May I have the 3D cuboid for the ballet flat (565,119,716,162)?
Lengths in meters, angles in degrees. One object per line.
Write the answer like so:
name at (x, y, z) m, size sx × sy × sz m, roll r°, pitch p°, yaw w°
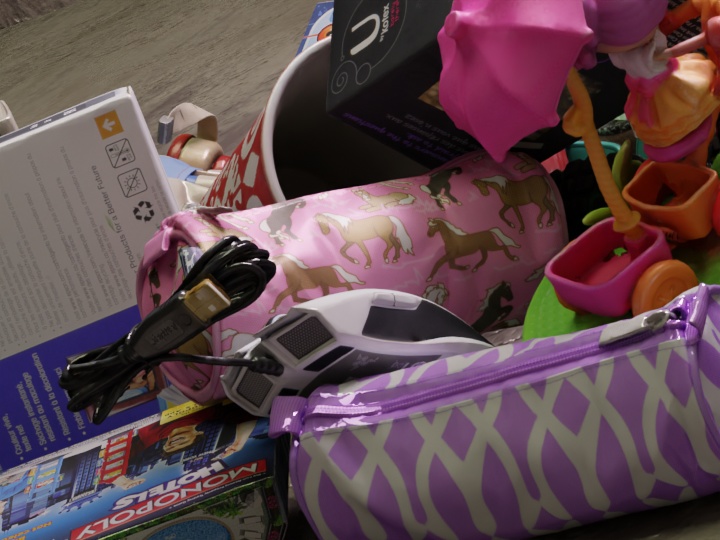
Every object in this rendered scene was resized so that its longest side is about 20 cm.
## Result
ballet flat at (0.171, -0.055, 1.340) m, size 0.074 × 0.074 × 0.200 m, roll -26°, pitch 18°, yaw -18°

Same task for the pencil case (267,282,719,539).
pencil case at (0.068, 0.063, 0.998) m, size 0.200 × 0.086 × 0.084 m, roll -18°, pitch 46°, yaw 26°

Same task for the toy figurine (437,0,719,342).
toy figurine at (0.115, -0.073, 1.045) m, size 0.200 × 0.184 × 0.150 m, roll -44°, pitch 33°, yaw -18°

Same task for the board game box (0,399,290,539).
board game box at (-0.119, 0.132, 1.077) m, size 0.200 × 0.062 × 0.200 m, roll -21°, pitch 15°, yaw 5°

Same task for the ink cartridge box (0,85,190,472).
ink cartridge box at (-0.168, 0.037, 1.227) m, size 0.200 × 0.198 × 0.043 m, roll -22°, pitch 7°, yaw -3°

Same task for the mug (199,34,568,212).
mug at (0.003, -0.025, 1.334) m, size 0.200 × 0.177 × 0.134 m, roll -38°, pitch 32°, yaw 66°

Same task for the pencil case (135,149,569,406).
pencil case at (0.000, 0.000, 1.144) m, size 0.200 × 0.087 × 0.083 m, roll -12°, pitch 35°, yaw -26°

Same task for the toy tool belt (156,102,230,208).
toy tool belt at (-0.089, -0.020, 1.543) m, size 0.123 × 0.125 × 0.200 m, roll 15°, pitch 28°, yaw 12°

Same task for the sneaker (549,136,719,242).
sneaker at (0.159, -0.013, 1.195) m, size 0.200 × 0.085 × 0.078 m, roll -12°, pitch 62°, yaw 29°

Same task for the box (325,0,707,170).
box at (0.087, -0.140, 1.166) m, size 0.200 × 0.106 × 0.122 m, roll -29°, pitch 45°, yaw 42°

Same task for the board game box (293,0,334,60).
board game box at (0.041, -0.107, 1.451) m, size 0.200 × 0.034 × 0.136 m, roll -5°, pitch 52°, yaw 36°

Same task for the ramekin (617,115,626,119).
ramekin at (0.085, -0.103, 1.570) m, size 0.200 × 0.098 × 0.200 m, roll -21°, pitch 14°, yaw 5°

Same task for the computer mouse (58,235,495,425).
computer mouse at (-0.023, 0.032, 1.058) m, size 0.200 × 0.044 × 0.110 m, roll 11°, pitch -44°, yaw -43°

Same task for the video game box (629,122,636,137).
video game box at (0.226, -0.168, 1.267) m, size 0.182 × 0.200 × 0.047 m, roll -2°, pitch -24°, yaw 13°

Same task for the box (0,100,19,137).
box at (-0.186, 0.022, 1.298) m, size 0.095 × 0.200 × 0.078 m, roll -23°, pitch 14°, yaw -6°
